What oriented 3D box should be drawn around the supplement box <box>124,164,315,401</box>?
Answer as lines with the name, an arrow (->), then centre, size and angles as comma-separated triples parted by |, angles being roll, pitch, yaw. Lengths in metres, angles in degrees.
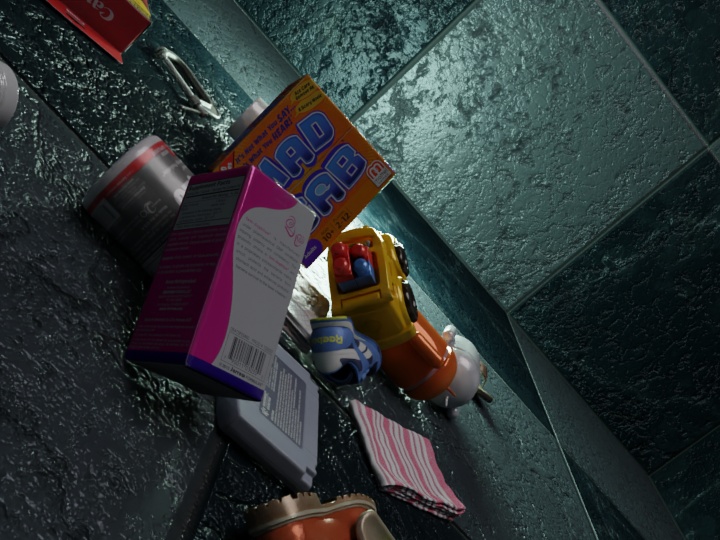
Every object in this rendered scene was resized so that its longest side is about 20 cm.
supplement box -> -0.133, 0.012, 0.750 | 0.101, 0.102, 0.203 | 36, 62, -43

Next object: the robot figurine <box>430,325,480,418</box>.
robot figurine -> 0.172, 0.190, 1.454 | 0.200, 0.111, 0.173 | -47, 131, -76

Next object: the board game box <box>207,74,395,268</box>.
board game box -> -0.101, -0.156, 1.208 | 0.200, 0.200, 0.200 | 45, -4, -15

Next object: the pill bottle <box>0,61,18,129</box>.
pill bottle -> -0.382, -0.170, 0.628 | 0.111, 0.110, 0.200 | 53, 13, 16

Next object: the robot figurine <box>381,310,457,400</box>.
robot figurine -> 0.087, 0.139, 1.314 | 0.200, 0.143, 0.117 | 48, 35, -7

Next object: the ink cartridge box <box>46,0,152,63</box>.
ink cartridge box -> -0.449, -0.466, 1.263 | 0.200, 0.084, 0.177 | 39, 18, -42

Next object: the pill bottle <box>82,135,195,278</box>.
pill bottle -> -0.202, -0.041, 0.861 | 0.200, 0.114, 0.114 | 47, 14, -11

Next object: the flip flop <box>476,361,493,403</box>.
flip flop -> 0.261, 0.226, 1.772 | 0.081, 0.057, 0.201 | 42, 16, -30

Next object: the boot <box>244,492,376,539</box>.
boot -> -0.032, 0.268, 0.710 | 0.199, 0.074, 0.109 | 25, 40, -61

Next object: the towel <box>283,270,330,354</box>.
towel -> -0.125, 0.014, 1.146 | 0.200, 0.032, 0.191 | 49, 13, -11

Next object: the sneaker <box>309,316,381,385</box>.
sneaker -> -0.022, 0.129, 1.086 | 0.200, 0.073, 0.084 | 45, 38, -61

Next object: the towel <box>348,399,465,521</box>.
towel -> 0.066, 0.268, 1.085 | 0.199, 0.030, 0.147 | 37, 18, -43

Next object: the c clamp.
c clamp -> -0.337, -0.364, 1.474 | 0.201, 0.027, 0.170 | 56, 15, 19

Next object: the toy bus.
toy bus -> 0.000, 0.000, 1.207 | 0.193, 0.134, 0.202 | 61, 18, -52

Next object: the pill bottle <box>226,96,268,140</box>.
pill bottle -> -0.163, -0.234, 1.505 | 0.200, 0.113, 0.114 | 47, 14, -14

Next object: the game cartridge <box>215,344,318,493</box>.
game cartridge -> -0.102, 0.146, 0.858 | 0.133, 0.042, 0.201 | 42, 15, -17

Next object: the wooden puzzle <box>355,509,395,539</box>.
wooden puzzle -> 0.061, 0.343, 0.700 | 0.201, 0.046, 0.186 | -107, 173, -48
